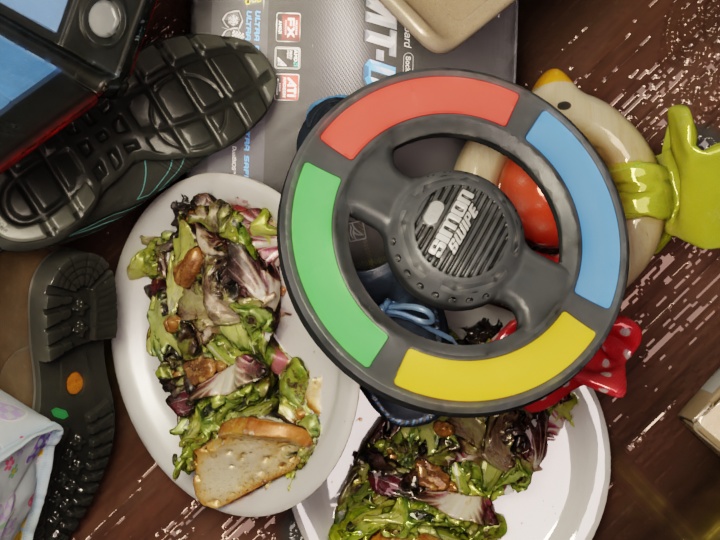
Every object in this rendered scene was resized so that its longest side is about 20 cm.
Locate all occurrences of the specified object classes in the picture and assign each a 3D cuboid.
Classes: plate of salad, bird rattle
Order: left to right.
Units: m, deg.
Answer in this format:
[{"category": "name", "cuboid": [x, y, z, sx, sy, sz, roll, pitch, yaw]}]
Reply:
[{"category": "plate of salad", "cuboid": [-0.082, 0.045, 1.308, 0.200, 0.048, 0.201, 8, 102, 41]}, {"category": "plate of salad", "cuboid": [0.054, 0.118, 1.371, 0.199, 0.048, 0.201, 0, 91, -1]}, {"category": "bird rattle", "cuboid": [0.124, -0.024, 1.332, 0.163, 0.113, 0.200, 43, 87, -3]}]

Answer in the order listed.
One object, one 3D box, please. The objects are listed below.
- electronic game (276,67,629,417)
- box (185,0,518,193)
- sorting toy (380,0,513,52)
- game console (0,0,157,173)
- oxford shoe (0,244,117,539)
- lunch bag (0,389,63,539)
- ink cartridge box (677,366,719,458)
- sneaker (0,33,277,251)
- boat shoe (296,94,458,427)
[{"category": "electronic game", "cuboid": [0.052, -0.017, 1.246, 0.199, 0.042, 0.201, 3, 73, -11]}, {"category": "box", "cuboid": [-0.004, -0.137, 1.364, 0.198, 0.050, 0.201, 3, 92, -1]}, {"category": "sorting toy", "cuboid": [0.052, -0.239, 1.323, 0.200, 0.037, 0.185, -38, 76, -20]}, {"category": "game console", "cuboid": [-0.216, -0.157, 1.159, 0.200, 0.119, 0.173, 30, 109, 24]}, {"category": "oxford shoe", "cuboid": [-0.196, 0.076, 1.359, 0.084, 0.073, 0.201, 17, 106, 37]}, {"category": "lunch bag", "cuboid": [-0.297, 0.119, 1.257, 0.169, 0.200, 0.127, 30, 118, 19]}, {"category": "ink cartridge box", "cuboid": [0.319, 0.072, 1.364, 0.165, 0.075, 0.200, 43, 90, -1]}, {"category": "sneaker", "cuboid": [-0.140, -0.073, 1.309, 0.200, 0.079, 0.076, -30, 84, -19]}, {"category": "boat shoe", "cuboid": [0.000, 0.000, 1.314, 0.084, 0.069, 0.201, -22, 96, 1]}]
